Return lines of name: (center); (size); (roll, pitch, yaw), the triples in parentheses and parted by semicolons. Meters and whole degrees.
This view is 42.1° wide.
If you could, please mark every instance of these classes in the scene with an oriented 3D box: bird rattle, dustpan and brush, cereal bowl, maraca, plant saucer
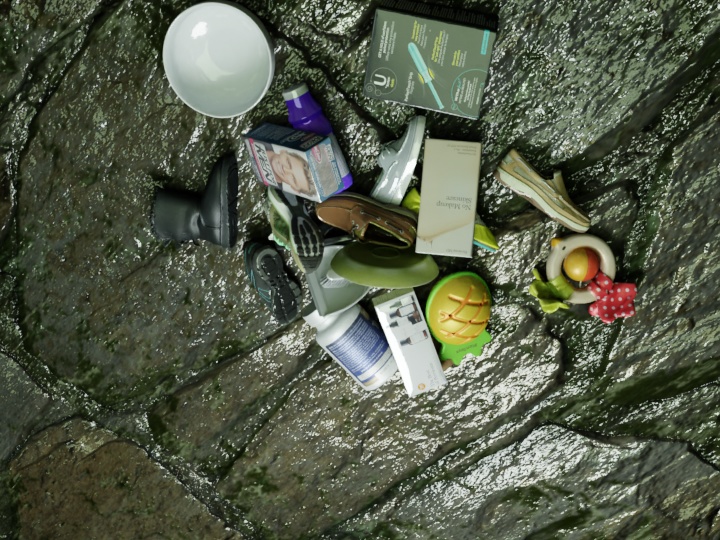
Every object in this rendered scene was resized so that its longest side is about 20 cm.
bird rattle: (0.411, 0.014, 1.720); (0.198, 0.113, 0.164); (3, 100, 5)
dustpan and brush: (0.000, 0.000, 1.788); (0.199, 0.140, 0.057); (-12, 154, -17)
cereal bowl: (-0.241, -0.376, 1.641); (0.198, 0.083, 0.201); (4, 116, 7)
maraca: (0.191, 0.091, 1.786); (0.136, 0.107, 0.201); (-19, 121, -9)
plant saucer: (0.045, -0.020, 1.705); (0.198, 0.200, 0.031); (6, 112, 7)

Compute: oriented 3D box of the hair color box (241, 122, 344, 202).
hair color box: (-0.121, -0.194, 1.655); (0.199, 0.060, 0.101); (20, 137, 48)

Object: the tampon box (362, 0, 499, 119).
tampon box: (0.118, -0.359, 1.564); (0.198, 0.126, 0.151); (13, 117, 4)

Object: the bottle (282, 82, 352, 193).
bottle: (-0.080, -0.236, 1.683); (0.065, 0.083, 0.201); (-29, 111, -14)

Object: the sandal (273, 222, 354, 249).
sandal: (-0.071, -0.073, 1.773); (0.199, 0.075, 0.048); (-6, 97, 12)

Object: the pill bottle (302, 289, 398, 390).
pill bottle: (-0.017, 0.130, 1.839); (0.111, 0.111, 0.200); (-38, 105, 24)

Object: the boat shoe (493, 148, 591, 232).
boat shoe: (0.337, -0.145, 1.669); (0.199, 0.072, 0.076); (32, 105, -7)

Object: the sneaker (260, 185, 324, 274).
sneaker: (-0.132, -0.071, 1.744); (0.077, 0.201, 0.089); (1, 146, -41)

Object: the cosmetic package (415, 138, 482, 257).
cosmetic package: (0.157, -0.126, 1.660); (0.103, 0.073, 0.202); (4, 90, 8)

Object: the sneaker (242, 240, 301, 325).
sneaker: (-0.174, 0.020, 1.843); (0.079, 0.075, 0.201); (29, 146, 44)

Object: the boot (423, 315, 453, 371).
boot: (0.127, 0.113, 1.843); (0.075, 0.074, 0.201); (-28, 111, -4)

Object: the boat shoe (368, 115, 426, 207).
boat shoe: (0.061, -0.192, 1.689); (0.071, 0.070, 0.202); (19, 120, -4)

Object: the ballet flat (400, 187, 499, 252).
ballet flat: (0.172, -0.098, 1.725); (0.199, 0.067, 0.067); (22, 97, 1)

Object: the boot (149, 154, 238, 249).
boot: (-0.317, -0.133, 1.786); (0.161, 0.073, 0.200); (9, 118, 9)

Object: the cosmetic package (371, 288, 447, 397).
cosmetic package: (0.094, 0.134, 1.776); (0.082, 0.051, 0.201); (-21, 108, 3)

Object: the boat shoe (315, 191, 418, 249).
boat shoe: (0.006, -0.089, 1.700); (0.198, 0.068, 0.072); (10, 143, 13)
